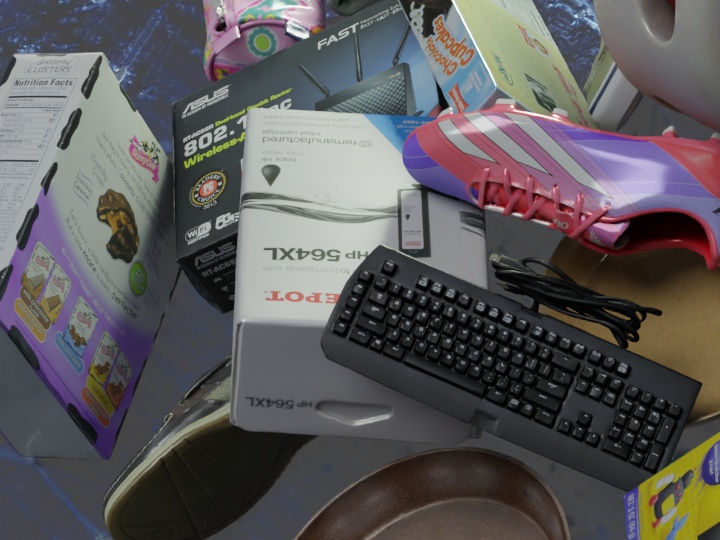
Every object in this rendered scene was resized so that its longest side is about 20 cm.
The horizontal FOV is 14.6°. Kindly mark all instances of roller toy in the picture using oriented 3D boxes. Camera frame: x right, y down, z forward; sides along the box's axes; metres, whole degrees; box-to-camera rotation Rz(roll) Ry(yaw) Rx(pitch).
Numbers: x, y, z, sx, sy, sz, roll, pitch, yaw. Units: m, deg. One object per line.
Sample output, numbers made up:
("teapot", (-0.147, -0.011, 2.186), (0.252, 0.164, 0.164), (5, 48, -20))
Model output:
("roller toy", (0.228, -0.169, 1.588), (0.182, 0.200, 0.140), (-38, 28, -12))

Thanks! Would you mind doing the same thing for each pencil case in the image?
("pencil case", (-0.070, -0.200, 1.924), (0.087, 0.088, 0.201), (-23, 43, 18))

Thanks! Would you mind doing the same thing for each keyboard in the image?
("keyboard", (0.086, 0.036, 1.513), (0.199, 0.040, 0.104), (23, 67, 6))

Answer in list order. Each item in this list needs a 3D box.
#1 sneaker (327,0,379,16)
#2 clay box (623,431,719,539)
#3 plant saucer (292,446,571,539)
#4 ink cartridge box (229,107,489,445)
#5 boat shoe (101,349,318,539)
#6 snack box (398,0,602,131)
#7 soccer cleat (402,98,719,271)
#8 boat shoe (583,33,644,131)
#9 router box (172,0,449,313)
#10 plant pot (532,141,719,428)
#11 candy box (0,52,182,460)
("sneaker", (0.059, -0.220, 1.860), (0.199, 0.074, 0.089), (-23, 42, 32))
("clay box", (0.217, 0.119, 1.405), (0.200, 0.047, 0.115), (-40, 35, 36))
("plant saucer", (0.032, 0.189, 1.540), (0.199, 0.035, 0.201), (-19, 45, 21))
("ink cartridge box", (0.000, 0.000, 1.632), (0.145, 0.085, 0.201), (3, 39, -3))
("boat shoe", (-0.076, 0.091, 1.685), (0.201, 0.072, 0.066), (-40, 35, -9))
("snack box", (0.082, -0.131, 1.723), (0.037, 0.116, 0.200), (-46, 38, 19))
("soccer cleat", (0.118, -0.046, 1.586), (0.199, 0.067, 0.077), (6, 60, 11))
("boat shoe", (0.172, -0.184, 1.688), (0.062, 0.072, 0.201), (23, 101, 7))
("router box", (-0.023, -0.079, 1.797), (0.199, 0.062, 0.150), (-24, 42, 17))
("plant pot", (0.191, 0.012, 1.587), (0.199, 0.028, 0.201), (-20, 45, 21))
("candy box", (-0.189, -0.009, 1.773), (0.071, 0.168, 0.201), (1, 54, 27))
